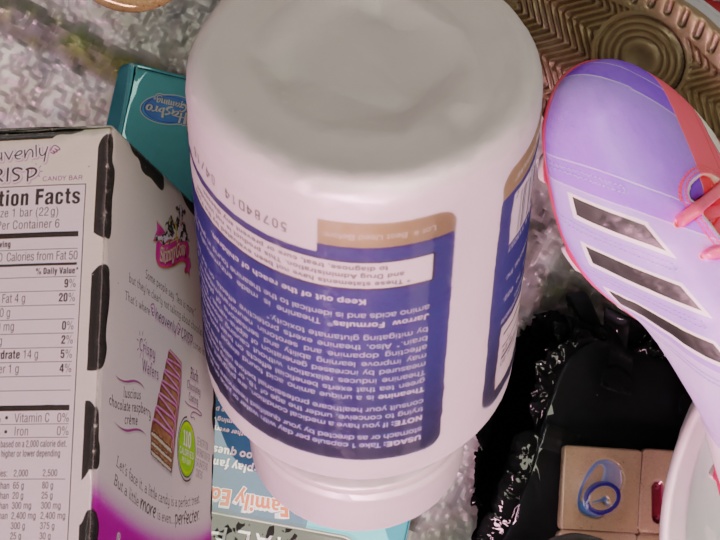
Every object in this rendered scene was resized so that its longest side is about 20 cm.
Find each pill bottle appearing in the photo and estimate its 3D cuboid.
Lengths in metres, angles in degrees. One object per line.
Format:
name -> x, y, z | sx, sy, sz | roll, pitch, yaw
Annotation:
pill bottle -> 0.000, 0.000, 0.653 | 0.111, 0.111, 0.200 | -13, 141, -12

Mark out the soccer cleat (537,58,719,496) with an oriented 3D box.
soccer cleat -> 0.125, 0.019, 0.615 | 0.067, 0.076, 0.200 | -34, 107, -23

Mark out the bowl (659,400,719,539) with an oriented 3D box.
bowl -> 0.200, 0.083, 0.726 | 0.201, 0.090, 0.201 | -1, 99, -6

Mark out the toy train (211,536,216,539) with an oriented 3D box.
toy train -> -0.062, 0.193, 0.712 | 0.085, 0.116, 0.200 | -3, 118, -14

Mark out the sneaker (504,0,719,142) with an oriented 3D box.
sneaker -> 0.149, -0.071, 0.677 | 0.200, 0.113, 0.071 | 26, 130, 4

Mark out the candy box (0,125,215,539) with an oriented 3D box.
candy box -> -0.094, 0.066, 0.639 | 0.061, 0.136, 0.200 | -1, 76, 11

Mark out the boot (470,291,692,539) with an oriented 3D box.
boot -> 0.122, 0.119, 0.802 | 0.162, 0.073, 0.199 | 18, 82, -16

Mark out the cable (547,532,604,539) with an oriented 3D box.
cable -> 0.038, 0.173, 0.742 | 0.097, 0.200, 0.050 | 54, 43, -2

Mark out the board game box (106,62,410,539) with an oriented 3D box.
board game box -> -0.043, 0.031, 0.769 | 0.151, 0.047, 0.200 | 13, 91, -14

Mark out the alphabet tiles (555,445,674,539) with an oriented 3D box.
alphabet tiles -> 0.170, 0.160, 0.775 | 0.200, 0.008, 0.167 | 5, 85, -15

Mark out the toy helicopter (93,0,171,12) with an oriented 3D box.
toy helicopter -> -0.016, -0.158, 0.625 | 0.132, 0.079, 0.200 | 41, 97, -21
